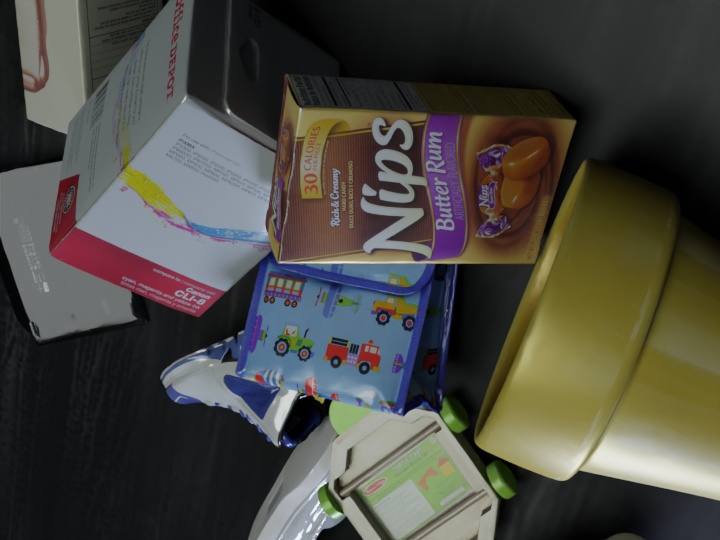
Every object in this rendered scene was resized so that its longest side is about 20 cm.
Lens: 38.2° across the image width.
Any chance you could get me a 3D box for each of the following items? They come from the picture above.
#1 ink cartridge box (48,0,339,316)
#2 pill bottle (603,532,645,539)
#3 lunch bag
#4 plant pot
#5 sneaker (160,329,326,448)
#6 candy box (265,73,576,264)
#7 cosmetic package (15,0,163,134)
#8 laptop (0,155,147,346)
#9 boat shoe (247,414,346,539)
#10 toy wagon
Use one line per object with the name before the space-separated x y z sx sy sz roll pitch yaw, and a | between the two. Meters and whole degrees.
ink cartridge box | -0.126 -0.092 0.805 0.143 0.147 0.199 26 133 -31
pill bottle | 0.161 0.295 0.849 0.116 0.116 0.200 50 131 5
lunch bag | 0.000 0.000 0.832 0.148 0.094 0.204 9 89 25
plant pot | 0.194 0.055 0.671 0.186 0.201 0.203 22 125 7
sneaker | -0.098 0.114 0.965 0.198 0.080 0.117 -25 87 40
candy box | 0.039 -0.066 0.719 0.057 0.196 0.118 -113 28 -53
cosmetic package | -0.232 -0.228 0.891 0.086 0.103 0.203 20 120 29
laptop | -0.332 -0.031 1.120 0.196 0.116 0.190 -11 108 9
boat shoe | -0.045 0.221 0.999 0.068 0.072 0.202 24 115 -13
toy wagon | 0.035 0.171 0.904 0.154 0.040 0.201 -37 87 19
